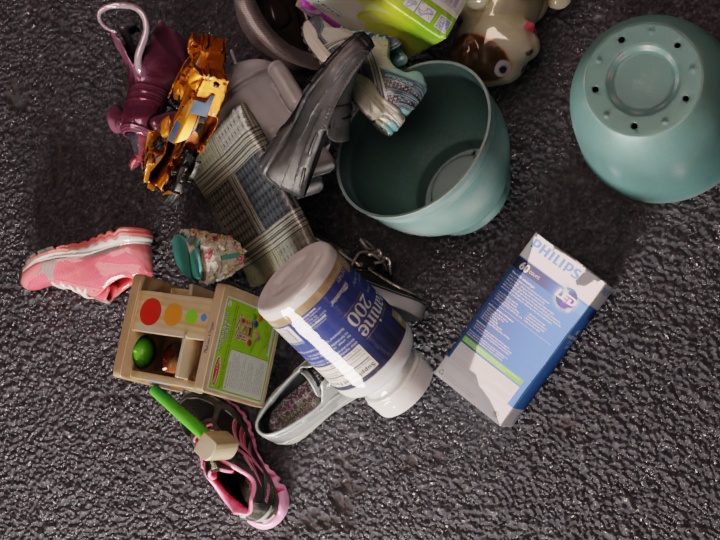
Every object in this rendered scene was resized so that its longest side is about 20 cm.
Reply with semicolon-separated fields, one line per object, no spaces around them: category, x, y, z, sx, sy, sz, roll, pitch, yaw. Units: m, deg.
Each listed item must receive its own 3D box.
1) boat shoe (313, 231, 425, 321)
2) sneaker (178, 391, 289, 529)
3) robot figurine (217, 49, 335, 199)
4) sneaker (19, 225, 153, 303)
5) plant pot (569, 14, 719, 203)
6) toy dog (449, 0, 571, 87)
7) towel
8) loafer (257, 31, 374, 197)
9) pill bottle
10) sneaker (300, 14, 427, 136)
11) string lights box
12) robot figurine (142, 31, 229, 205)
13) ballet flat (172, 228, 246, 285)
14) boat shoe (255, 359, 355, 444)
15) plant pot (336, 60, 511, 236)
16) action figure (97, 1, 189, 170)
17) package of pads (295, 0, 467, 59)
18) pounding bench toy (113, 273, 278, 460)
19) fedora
boat shoe;0.001;0.001;1.533;0.199;0.074;0.068;22;80;36
sneaker;-0.167;0.225;1.550;0.079;0.095;0.200;-44;68;11
robot figurine;-0.114;-0.180;1.580;0.200;0.113;0.170;54;136;20
sneaker;-0.359;0.006;1.668;0.200;0.074;0.087;-17;78;18
plant pot;0.319;-0.187;1.390;0.200;0.161;0.201;-3;80;20
toy dog;0.147;-0.315;1.491;0.194;0.139;0.200;-15;76;32
towel;-0.130;-0.087;1.537;0.035;0.200;0.193;-28;90;-29
loafer;-0.037;-0.169;1.394;0.070;0.068;0.201;35;113;-1
pill bottle;-0.012;0.071;1.439;0.111;0.111;0.200;-40;111;11
sneaker;0.008;-0.237;1.463;0.086;0.078;0.200;-41;57;3
string lights box;0.186;0.068;1.456;0.103;0.059;0.200;38;96;21
robot figurine;-0.212;-0.178;1.531;0.200;0.058;0.145;-60;24;32
ballet flat;-0.184;-0.016;1.572;0.064;0.200;0.076;-11;101;-17
boat shoe;-0.045;0.136;1.528;0.201;0.071;0.070;-44;70;9
plant pot;0.092;-0.121;1.465;0.200;0.134;0.201;-18;56;29
action figure;-0.267;-0.225;1.635;0.134;0.149;0.200;0;68;15
package of pads;0.018;-0.312;1.465;0.154;0.200;0.068;33;79;-14
pounding bench toy;-0.207;0.119;1.521;0.156;0.124;0.200;5;79;31
fedora;-0.088;-0.320;1.586;0.200;0.177;0.090;54;146;-2
